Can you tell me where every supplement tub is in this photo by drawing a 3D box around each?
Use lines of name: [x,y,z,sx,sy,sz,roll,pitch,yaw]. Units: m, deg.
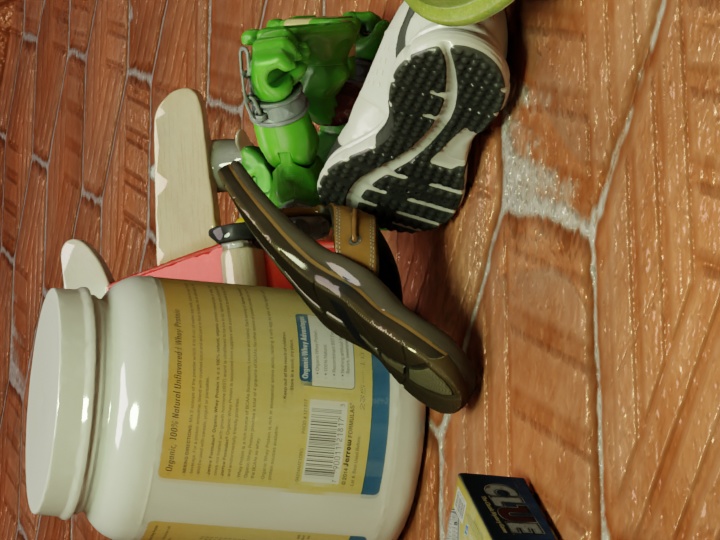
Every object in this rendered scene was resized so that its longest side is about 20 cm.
supplement tub: [-0.075,0.079,1.630,0.145,0.199,0.146,-174,90,-76]

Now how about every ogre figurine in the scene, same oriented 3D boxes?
ogre figurine: [-0.021,-0.081,1.677,0.200,0.097,0.121,-126,33,-82]

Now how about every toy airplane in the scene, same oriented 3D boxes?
toy airplane: [-0.090,0.018,1.852,0.199,0.141,0.201,44,119,33]

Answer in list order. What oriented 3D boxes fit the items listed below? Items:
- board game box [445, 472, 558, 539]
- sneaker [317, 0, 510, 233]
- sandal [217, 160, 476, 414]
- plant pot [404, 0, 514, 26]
board game box: [0.069,0.194,1.334,0.200,0.034,0.136,-117,34,-66]
sneaker: [0.034,-0.088,1.548,0.200,0.073,0.080,126,158,-56]
sandal: [0.000,0.000,1.552,0.200,0.055,0.082,37,165,41]
plant pot: [-0.012,-0.235,1.395,0.200,0.189,0.201,-32,52,51]
